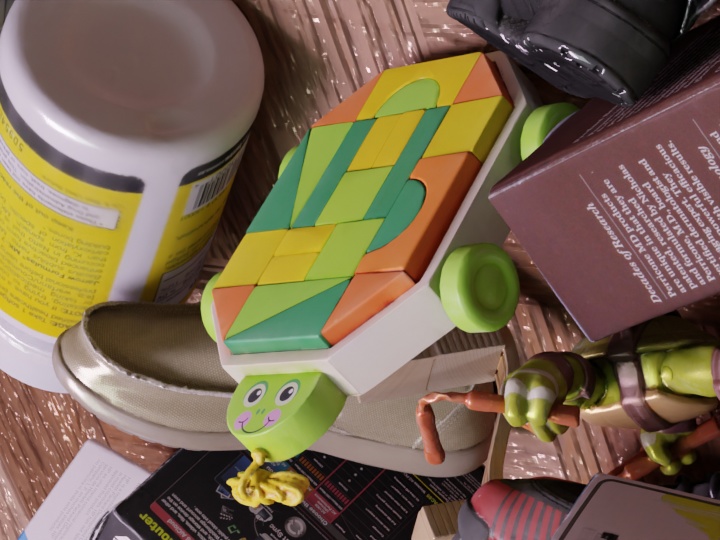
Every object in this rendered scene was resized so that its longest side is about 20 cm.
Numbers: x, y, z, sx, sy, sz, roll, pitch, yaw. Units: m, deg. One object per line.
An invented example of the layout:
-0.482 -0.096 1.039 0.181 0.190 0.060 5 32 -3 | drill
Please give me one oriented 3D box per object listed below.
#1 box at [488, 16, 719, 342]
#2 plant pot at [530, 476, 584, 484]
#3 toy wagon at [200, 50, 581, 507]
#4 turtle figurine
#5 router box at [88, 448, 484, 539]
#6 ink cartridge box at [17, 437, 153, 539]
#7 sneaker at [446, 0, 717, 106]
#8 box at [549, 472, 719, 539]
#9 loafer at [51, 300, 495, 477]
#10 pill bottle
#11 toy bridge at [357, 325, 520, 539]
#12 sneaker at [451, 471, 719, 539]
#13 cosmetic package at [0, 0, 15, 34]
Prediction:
0.145 -0.051 0.825 0.075 0.100 0.200 55 144 -9 | box
0.141 0.189 0.984 0.177 0.201 0.201 3 125 31 | plant pot
0.000 0.000 0.939 0.155 0.200 0.040 -6 135 49 | toy wagon
0.122 0.042 0.933 0.161 0.200 0.065 -9 74 30 | turtle figurine
-0.002 0.143 1.111 0.200 0.150 0.062 43 144 8 | router box
-0.077 0.201 1.231 0.200 0.129 0.125 28 163 27 | ink cartridge box
0.093 -0.114 0.852 0.060 0.104 0.200 31 -177 -14 | sneaker
0.123 0.175 0.830 0.116 0.060 0.201 10 124 25 | box
-0.033 0.037 1.069 0.199 0.076 0.069 8 120 -12 | loafer
-0.118 -0.037 1.100 0.114 0.114 0.200 40 143 12 | pill bottle
0.029 0.037 1.008 0.027 0.067 0.200 103 153 -49 | toy bridge
0.131 0.099 0.877 0.200 0.071 0.098 16 100 23 | sneaker
-0.203 -0.082 1.074 0.052 0.200 0.151 34 142 17 | cosmetic package
